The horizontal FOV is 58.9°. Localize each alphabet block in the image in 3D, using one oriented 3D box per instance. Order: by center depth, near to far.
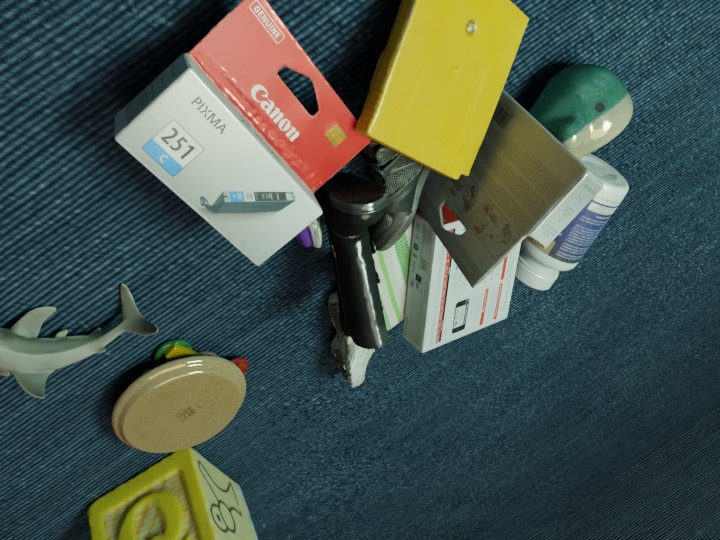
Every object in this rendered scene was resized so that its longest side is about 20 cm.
[{"bbox_3d":[-0.289,0.441,1.026,0.194,0.197,0.202,-31,140,-5],"label":"alphabet block"}]

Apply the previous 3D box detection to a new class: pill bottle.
[{"bbox_3d":[0.308,-0.073,0.979,0.109,0.112,0.203,1,129,-34],"label":"pill bottle"}]

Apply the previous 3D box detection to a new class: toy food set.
[{"bbox_3d":[-0.251,0.185,0.905,0.197,0.049,0.199,-42,140,9],"label":"toy food set"}]

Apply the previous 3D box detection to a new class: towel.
[{"bbox_3d":[0.075,-0.009,0.908,0.198,0.023,0.155,-35,133,-18],"label":"towel"}]

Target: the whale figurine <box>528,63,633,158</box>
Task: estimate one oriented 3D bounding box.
[{"bbox_3d":[0.248,-0.189,0.829,0.197,0.159,0.105,-30,99,12],"label":"whale figurine"}]

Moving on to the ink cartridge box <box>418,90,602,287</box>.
[{"bbox_3d":[0.162,-0.099,0.769,0.044,0.202,0.177,24,116,-40],"label":"ink cartridge box"}]

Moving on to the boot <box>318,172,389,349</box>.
[{"bbox_3d":[0.000,0.000,0.744,0.064,0.165,0.205,-9,109,-10],"label":"boot"}]

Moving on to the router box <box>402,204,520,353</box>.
[{"bbox_3d":[0.151,0.000,0.924,0.176,0.049,0.205,-16,124,-31],"label":"router box"}]

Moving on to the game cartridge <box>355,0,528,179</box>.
[{"bbox_3d":[0.092,-0.217,0.693,0.174,0.032,0.204,16,99,-43],"label":"game cartridge"}]

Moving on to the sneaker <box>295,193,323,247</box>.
[{"bbox_3d":[-0.106,-0.096,0.717,0.082,0.082,0.201,-25,133,14],"label":"sneaker"}]

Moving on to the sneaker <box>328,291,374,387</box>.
[{"bbox_3d":[0.008,0.102,0.981,0.097,0.078,0.203,-21,140,-20],"label":"sneaker"}]

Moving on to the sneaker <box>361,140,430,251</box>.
[{"bbox_3d":[0.027,-0.119,0.771,0.112,0.077,0.202,3,125,-34],"label":"sneaker"}]

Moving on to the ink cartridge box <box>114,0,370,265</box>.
[{"bbox_3d":[-0.099,-0.124,0.608,0.175,0.045,0.200,-38,131,8],"label":"ink cartridge box"}]

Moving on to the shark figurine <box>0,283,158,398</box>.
[{"bbox_3d":[-0.345,0.099,0.725,0.210,0.090,0.130,-5,134,-28],"label":"shark figurine"}]
